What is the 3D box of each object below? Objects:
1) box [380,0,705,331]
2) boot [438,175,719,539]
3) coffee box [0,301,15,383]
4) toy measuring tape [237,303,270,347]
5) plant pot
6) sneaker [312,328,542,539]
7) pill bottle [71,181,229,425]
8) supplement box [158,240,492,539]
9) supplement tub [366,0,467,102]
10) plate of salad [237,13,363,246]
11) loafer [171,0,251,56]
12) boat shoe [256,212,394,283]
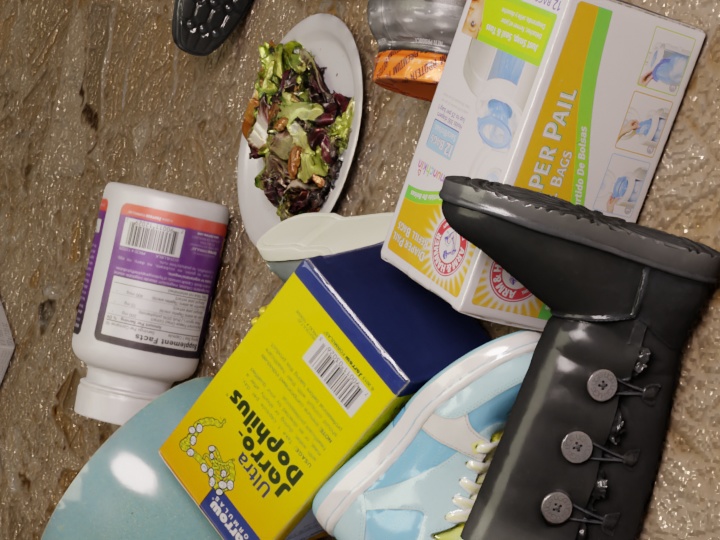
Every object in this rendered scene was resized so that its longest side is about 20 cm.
[{"bbox_3d":[0.106,-0.073,1.041,0.112,0.101,0.200,38,113,57],"label":"box"},{"bbox_3d":[0.096,0.062,0.962,0.066,0.165,0.200,-83,10,-79],"label":"boot"},{"bbox_3d":[-0.533,0.095,1.957,0.200,0.198,0.200,-63,34,24],"label":"coffee box"},{"bbox_3d":[-0.050,0.096,1.275,0.074,0.074,0.200,-56,37,33],"label":"toy measuring tape"},{"bbox_3d":[-0.120,0.199,1.268,0.135,0.200,0.200,38,117,20],"label":"plant pot"},{"bbox_3d":[0.071,0.137,1.054,0.200,0.080,0.131,-47,65,29],"label":"sneaker"},{"bbox_3d":[-0.186,0.032,1.483,0.111,0.111,0.200,13,91,60],"label":"pill bottle"},{"bbox_3d":[-0.024,0.088,1.147,0.110,0.109,0.200,50,122,19],"label":"supplement box"},{"bbox_3d":[0.073,-0.211,1.126,0.123,0.122,0.200,9,87,60],"label":"supplement tub"},{"bbox_3d":[-0.059,-0.112,1.386,0.200,0.048,0.200,-28,56,52],"label":"plate of salad"},{"bbox_3d":[-0.123,-0.288,1.541,0.070,0.068,0.201,15,88,68],"label":"loafer"},{"bbox_3d":[0.000,0.000,1.255,0.200,0.073,0.062,9,131,53],"label":"boat shoe"}]
